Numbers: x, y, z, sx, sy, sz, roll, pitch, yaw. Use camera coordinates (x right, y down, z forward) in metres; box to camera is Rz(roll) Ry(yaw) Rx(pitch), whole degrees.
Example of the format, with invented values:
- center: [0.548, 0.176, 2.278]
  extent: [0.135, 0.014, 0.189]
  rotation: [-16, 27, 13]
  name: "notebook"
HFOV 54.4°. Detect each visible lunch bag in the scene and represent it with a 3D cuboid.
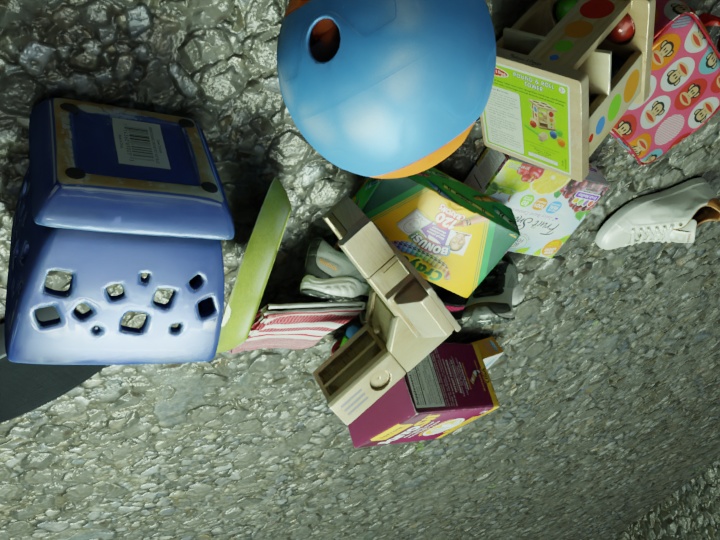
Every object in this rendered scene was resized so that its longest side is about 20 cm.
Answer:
- center: [0.365, -0.236, 0.848]
  extent: [0.176, 0.083, 0.198]
  rotation: [-42, 138, 21]
  name: "lunch bag"

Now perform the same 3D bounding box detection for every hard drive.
- center: [-0.423, 0.122, 0.882]
  extent: [0.196, 0.043, 0.136]
  rotation: [-27, 142, 4]
  name: "hard drive"

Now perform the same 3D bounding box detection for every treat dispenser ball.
- center: [0.023, -0.186, 0.628]
  extent: [0.196, 0.204, 0.204]
  rotation: [-14, 142, -11]
  name: "treat dispenser ball"

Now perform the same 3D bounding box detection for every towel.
- center: [-0.092, 0.079, 0.957]
  extent: [0.140, 0.023, 0.200]
  rotation: [-2, 163, -26]
  name: "towel"

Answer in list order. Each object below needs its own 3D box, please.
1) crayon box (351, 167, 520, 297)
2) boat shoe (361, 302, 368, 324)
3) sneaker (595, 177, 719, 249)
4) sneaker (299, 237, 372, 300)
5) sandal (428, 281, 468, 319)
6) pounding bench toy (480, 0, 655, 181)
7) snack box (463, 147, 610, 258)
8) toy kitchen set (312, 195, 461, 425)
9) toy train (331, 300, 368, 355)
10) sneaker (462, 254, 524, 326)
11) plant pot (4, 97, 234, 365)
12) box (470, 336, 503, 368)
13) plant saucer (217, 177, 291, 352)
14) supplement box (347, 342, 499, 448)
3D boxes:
- center: [0.086, -0.058, 0.880]
  extent: [0.196, 0.059, 0.120]
  rotation: [23, 126, -20]
  name: "crayon box"
- center: [0.062, 0.083, 0.989]
  extent: [0.071, 0.062, 0.200]
  rotation: [5, 172, 34]
  name: "boat shoe"
- center: [0.469, -0.072, 1.092]
  extent: [0.196, 0.086, 0.073]
  rotation: [-25, 144, 4]
  name: "sneaker"
- center: [0.000, 0.000, 0.939]
  extent: [0.073, 0.082, 0.198]
  rotation: [2, 177, 38]
  name: "sneaker"
- center: [0.130, 0.026, 1.027]
  extent: [0.199, 0.044, 0.077]
  rotation: [29, 78, -50]
  name: "sandal"
- center: [0.189, -0.222, 0.747]
  extent: [0.156, 0.198, 0.125]
  rotation: [-47, 143, -20]
  name: "pounding bench toy"
- center: [0.226, -0.094, 0.963]
  extent: [0.196, 0.054, 0.143]
  rotation: [7, 134, -32]
  name: "snack box"
- center: [0.002, 0.067, 0.798]
  extent: [0.180, 0.163, 0.201]
  rotation: [-40, 124, 0]
  name: "toy kitchen set"
- center: [0.055, 0.107, 1.099]
  extent: [0.197, 0.084, 0.118]
  rotation: [3, 119, -44]
  name: "toy train"
- center: [0.184, 0.028, 0.993]
  extent: [0.072, 0.082, 0.200]
  rotation: [-7, -169, 22]
  name: "sneaker"
- center: [-0.229, -0.044, 0.676]
  extent: [0.195, 0.202, 0.183]
  rotation: [3, 129, -28]
  name: "plant pot"
- center: [0.166, 0.177, 1.218]
  extent: [0.197, 0.042, 0.120]
  rotation: [-6, 142, -46]
  name: "box"
- center: [-0.115, -0.001, 0.780]
  extent: [0.030, 0.203, 0.202]
  rotation: [20, 131, -7]
  name: "plant saucer"
- center: [0.084, 0.175, 0.998]
  extent: [0.197, 0.106, 0.130]
  rotation: [7, 146, -45]
  name: "supplement box"
